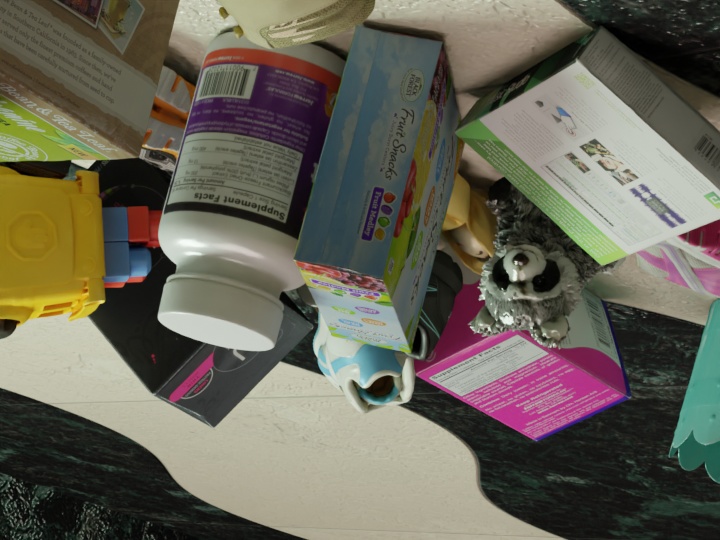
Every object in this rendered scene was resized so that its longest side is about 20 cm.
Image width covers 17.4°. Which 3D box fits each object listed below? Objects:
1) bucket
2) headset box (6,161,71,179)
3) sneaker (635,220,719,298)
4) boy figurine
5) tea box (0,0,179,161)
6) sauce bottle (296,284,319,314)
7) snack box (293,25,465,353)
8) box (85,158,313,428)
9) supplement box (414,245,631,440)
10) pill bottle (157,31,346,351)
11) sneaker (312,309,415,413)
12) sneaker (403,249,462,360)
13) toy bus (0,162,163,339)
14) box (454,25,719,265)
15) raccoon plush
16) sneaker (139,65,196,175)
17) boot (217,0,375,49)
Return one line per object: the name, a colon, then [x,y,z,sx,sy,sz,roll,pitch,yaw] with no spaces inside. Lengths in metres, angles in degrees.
bucket: [0.369,0.109,1.972,0.207,0.135,0.207,13,166,3]
headset box: [-0.307,-0.112,1.824,0.149,0.075,0.200,17,164,-20]
sneaker: [0.249,-0.025,1.704,0.088,0.081,0.200,-2,151,47]
boy figurine: [0.032,-0.053,1.794,0.200,0.064,0.124,23,160,-25]
tea box: [-0.254,-0.164,1.470,0.197,0.134,0.200,0,160,37]
sauce bottle: [-0.003,0.018,1.949,0.065,0.065,0.200,8,176,17]
snack box: [0.017,-0.051,1.602,0.068,0.169,0.200,12,167,9]
box: [-0.155,0.009,1.886,0.200,0.122,0.106,46,-176,30]
supplement box: [0.129,0.055,1.979,0.103,0.101,0.200,-27,146,23]
pill bottle: [-0.074,-0.052,1.607,0.111,0.200,0.111,13,166,3]
sneaker: [0.006,0.078,1.893,0.076,0.081,0.200,-17,163,0]
sneaker: [0.000,0.000,1.749,0.200,0.079,0.075,29,157,-36]
toy bus: [-0.245,-0.013,1.793,0.192,0.136,0.200,-3,172,-16]
box: [0.159,-0.078,1.547,0.144,0.036,0.200,41,158,-10]
raccoon plush: [0.158,0.011,1.778,0.097,0.134,0.200,-1,160,37]
sneaker: [-0.138,-0.108,1.729,0.077,0.078,0.200,18,168,37]
boot: [-0.101,-0.189,1.373,0.200,0.073,0.155,2,160,19]
